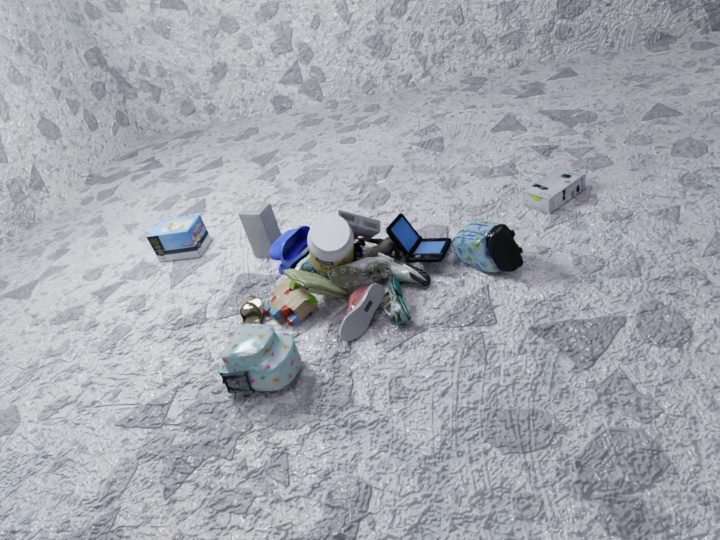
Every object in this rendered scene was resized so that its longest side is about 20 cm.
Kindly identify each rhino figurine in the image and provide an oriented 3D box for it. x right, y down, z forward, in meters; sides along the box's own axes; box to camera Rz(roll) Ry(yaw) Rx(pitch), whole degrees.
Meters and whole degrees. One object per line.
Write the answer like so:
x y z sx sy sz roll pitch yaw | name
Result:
0.056 -0.046 1.698 0.199 0.088 0.060 -32 37 -22 | rhino figurine

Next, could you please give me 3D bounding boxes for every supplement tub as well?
-0.092 -0.079 1.607 0.144 0.200 0.147 0 70 -1 | supplement tub

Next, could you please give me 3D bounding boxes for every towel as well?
-0.132 0.041 1.598 0.148 0.199 0.037 31 101 46 | towel

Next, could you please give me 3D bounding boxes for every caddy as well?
-0.220 -0.068 1.786 0.104 0.142 0.200 -2 36 40 | caddy

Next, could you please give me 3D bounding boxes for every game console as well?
0.195 -0.112 1.669 0.175 0.117 0.200 -1 22 21 | game console

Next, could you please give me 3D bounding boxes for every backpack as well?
0.375 -0.078 1.559 0.153 0.164 0.200 -34 29 0 | backpack
-0.268 0.237 1.388 0.198 0.154 0.176 2 33 14 | backpack

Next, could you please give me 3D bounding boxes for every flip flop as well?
-0.355 0.139 1.636 0.080 0.058 0.201 -14 35 3 | flip flop

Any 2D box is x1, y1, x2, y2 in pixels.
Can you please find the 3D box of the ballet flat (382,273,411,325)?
0.095 0.086 1.514 0.074 0.075 0.201 -15 35 1 | ballet flat

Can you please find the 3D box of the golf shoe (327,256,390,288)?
0.000 0.000 1.592 0.198 0.079 0.097 -8 23 12 | golf shoe

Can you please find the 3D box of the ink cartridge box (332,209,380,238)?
-0.046 -0.134 1.730 0.159 0.200 0.048 11 69 -24 | ink cartridge box

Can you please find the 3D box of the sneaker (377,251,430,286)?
0.131 0.012 1.619 0.199 0.081 0.074 26 8 31 | sneaker

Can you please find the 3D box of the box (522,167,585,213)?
0.681 -0.283 1.793 0.199 0.060 0.116 -32 37 -21 | box

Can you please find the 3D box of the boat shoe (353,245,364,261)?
-0.052 -0.061 1.779 0.068 0.085 0.200 -10 16 -25 | boat shoe

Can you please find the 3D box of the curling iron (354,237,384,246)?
0.055 -0.098 1.737 0.199 0.026 0.049 -2 -8 -40 | curling iron

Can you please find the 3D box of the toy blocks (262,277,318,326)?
-0.232 0.109 1.614 0.137 0.100 0.200 -43 40 -16 | toy blocks

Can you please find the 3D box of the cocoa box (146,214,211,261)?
-0.748 -0.134 2.113 0.198 0.132 0.134 -6 36 15 | cocoa box

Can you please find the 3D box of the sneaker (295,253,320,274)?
-0.151 -0.014 1.735 0.091 0.078 0.201 13 58 34 | sneaker

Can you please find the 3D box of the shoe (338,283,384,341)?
-0.009 0.124 1.513 0.201 0.071 0.091 -55 18 -21 | shoe

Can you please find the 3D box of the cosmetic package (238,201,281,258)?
-0.368 -0.149 1.921 0.106 0.201 0.090 5 41 24 | cosmetic package
